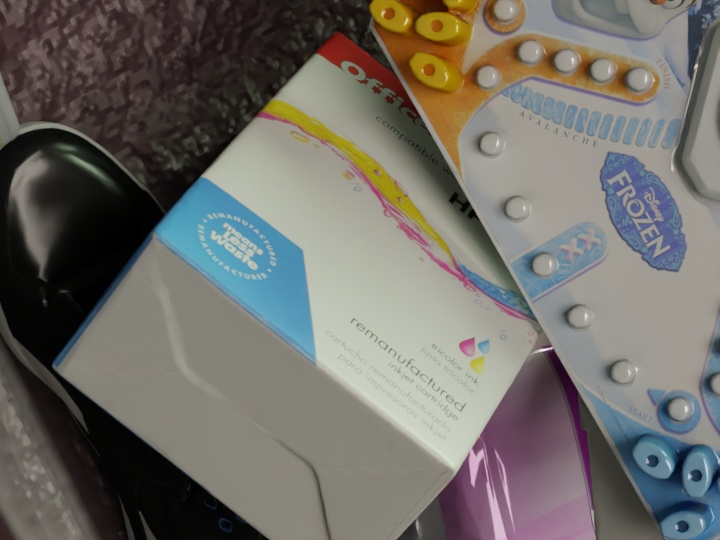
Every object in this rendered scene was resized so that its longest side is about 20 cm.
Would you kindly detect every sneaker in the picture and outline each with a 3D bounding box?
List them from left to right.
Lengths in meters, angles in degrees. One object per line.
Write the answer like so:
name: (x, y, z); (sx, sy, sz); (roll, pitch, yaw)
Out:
sneaker: (-0.052, 0.039, 0.928); (0.073, 0.112, 0.200); (-33, 108, -26)

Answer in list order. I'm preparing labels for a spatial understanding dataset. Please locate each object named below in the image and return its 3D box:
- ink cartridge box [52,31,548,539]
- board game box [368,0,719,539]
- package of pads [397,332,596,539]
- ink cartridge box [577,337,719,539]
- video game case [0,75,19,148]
ink cartridge box: (0.000, 0.000, 0.908); (0.116, 0.067, 0.200); (38, 34, -1)
board game box: (0.130, -0.046, 0.848); (0.200, 0.026, 0.200); (-31, 84, 13)
package of pads: (0.096, 0.065, 1.039); (0.200, 0.076, 0.121); (-16, 99, -30)
ink cartridge box: (0.130, -0.010, 0.908); (0.068, 0.115, 0.200); (2, 83, -67)
video game case: (-0.208, -0.077, 0.837); (0.182, 0.022, 0.200); (-34, 130, -22)
